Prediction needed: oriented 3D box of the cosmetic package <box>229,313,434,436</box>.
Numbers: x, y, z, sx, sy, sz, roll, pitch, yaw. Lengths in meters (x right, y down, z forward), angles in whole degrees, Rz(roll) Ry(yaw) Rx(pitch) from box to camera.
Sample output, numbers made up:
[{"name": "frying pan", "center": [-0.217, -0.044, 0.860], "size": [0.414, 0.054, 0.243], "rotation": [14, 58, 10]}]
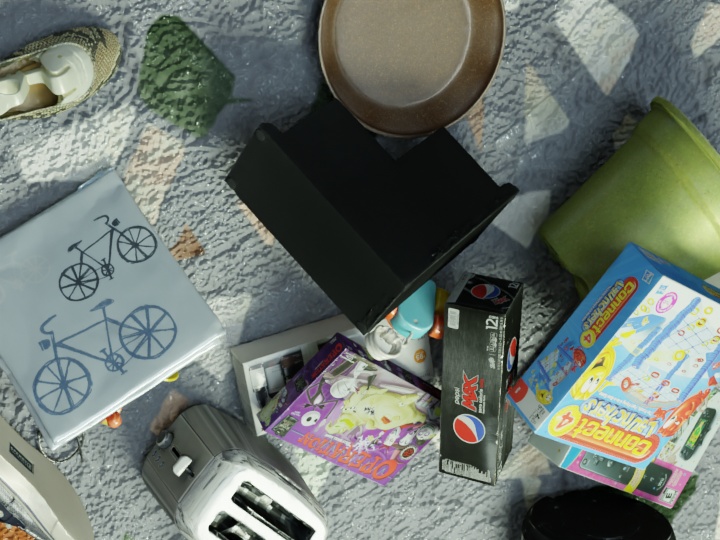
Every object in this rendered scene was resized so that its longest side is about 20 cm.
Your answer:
[{"name": "cosmetic package", "center": [-0.026, 0.095, 1.437], "size": [0.198, 0.051, 0.084], "rotation": [-17, 113, -18]}]

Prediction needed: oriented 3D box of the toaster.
[{"name": "toaster", "center": [-0.115, 0.229, 1.396], "size": [0.200, 0.129, 0.114], "rotation": [42, 88, -27]}]

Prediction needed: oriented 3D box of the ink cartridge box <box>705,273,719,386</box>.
[{"name": "ink cartridge box", "center": [0.443, 0.063, 1.539], "size": [0.083, 0.200, 0.147], "rotation": [0, 105, -25]}]

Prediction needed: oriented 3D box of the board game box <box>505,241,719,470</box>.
[{"name": "board game box", "center": [0.273, 0.090, 1.401], "size": [0.199, 0.056, 0.197], "rotation": [21, 112, -43]}]

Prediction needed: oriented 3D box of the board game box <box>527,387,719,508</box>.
[{"name": "board game box", "center": [0.299, 0.165, 1.563], "size": [0.199, 0.064, 0.149], "rotation": [23, 98, -35]}]

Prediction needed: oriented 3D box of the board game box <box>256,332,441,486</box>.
[{"name": "board game box", "center": [0.001, 0.143, 1.426], "size": [0.120, 0.032, 0.199], "rotation": [-43, 138, 16]}]

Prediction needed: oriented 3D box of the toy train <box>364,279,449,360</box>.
[{"name": "toy train", "center": [0.000, 0.000, 1.392], "size": [0.149, 0.056, 0.201], "rotation": [-18, 72, -37]}]

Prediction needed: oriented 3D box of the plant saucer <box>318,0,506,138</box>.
[{"name": "plant saucer", "center": [0.046, -0.231, 1.382], "size": [0.198, 0.037, 0.203], "rotation": [-7, 107, -21]}]

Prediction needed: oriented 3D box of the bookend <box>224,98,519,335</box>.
[{"name": "bookend", "center": [0.013, -0.080, 1.353], "size": [0.200, 0.092, 0.198], "rotation": [47, 49, 5]}]

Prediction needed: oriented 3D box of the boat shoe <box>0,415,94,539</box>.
[{"name": "boat shoe", "center": [-0.342, 0.212, 1.340], "size": [0.092, 0.075, 0.201], "rotation": [-29, 119, 10]}]

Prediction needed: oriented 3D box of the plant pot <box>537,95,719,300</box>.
[{"name": "plant pot", "center": [0.291, -0.043, 1.466], "size": [0.184, 0.201, 0.201], "rotation": [-37, 116, 5]}]

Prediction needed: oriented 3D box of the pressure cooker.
[{"name": "pressure cooker", "center": [0.258, 0.365, 1.564], "size": [0.177, 0.175, 0.203], "rotation": [-9, 110, -37]}]

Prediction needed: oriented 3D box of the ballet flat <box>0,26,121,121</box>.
[{"name": "ballet flat", "center": [-0.296, -0.159, 1.240], "size": [0.198, 0.075, 0.069], "rotation": [-21, 111, -16]}]

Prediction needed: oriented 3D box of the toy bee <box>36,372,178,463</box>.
[{"name": "toy bee", "center": [-0.232, 0.099, 1.323], "size": [0.129, 0.109, 0.203], "rotation": [-4, 106, -21]}]

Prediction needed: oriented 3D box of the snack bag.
[{"name": "snack bag", "center": [-0.251, 0.030, 1.283], "size": [0.188, 0.021, 0.201], "rotation": [-33, 79, -14]}]

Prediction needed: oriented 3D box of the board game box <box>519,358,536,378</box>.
[{"name": "board game box", "center": [0.265, 0.081, 1.567], "size": [0.200, 0.030, 0.095], "rotation": [-48, 118, -1]}]

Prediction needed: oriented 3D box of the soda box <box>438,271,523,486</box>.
[{"name": "soda box", "center": [0.118, 0.107, 1.403], "size": [0.063, 0.071, 0.202], "rotation": [11, 120, 18]}]
